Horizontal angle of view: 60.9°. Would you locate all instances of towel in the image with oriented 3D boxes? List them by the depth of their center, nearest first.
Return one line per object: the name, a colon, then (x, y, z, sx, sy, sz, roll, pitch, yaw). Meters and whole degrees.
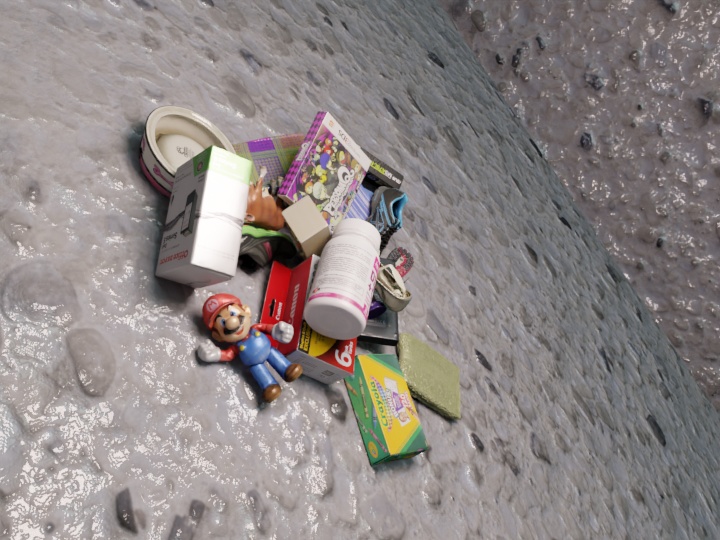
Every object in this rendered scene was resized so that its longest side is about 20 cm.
towel: (-0.184, -0.233, 1.347, 0.196, 0.023, 0.146, -14, 65, -23)
towel: (0.155, 0.239, 1.376, 0.198, 0.036, 0.150, 35, 39, -25)
towel: (-0.052, -0.131, 1.381, 0.146, 0.024, 0.201, 51, 61, -25)

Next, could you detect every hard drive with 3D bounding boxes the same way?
hard drive: (0.013, 0.057, 1.317, 0.136, 0.033, 0.204, 10, 56, -14)

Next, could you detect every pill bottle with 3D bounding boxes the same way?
pill bottle: (-0.026, 0.011, 1.114, 0.112, 0.113, 0.203, 33, 50, -24)

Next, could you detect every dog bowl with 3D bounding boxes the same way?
dog bowl: (-0.335, -0.214, 1.181, 0.198, 0.073, 0.203, 29, 41, -29)

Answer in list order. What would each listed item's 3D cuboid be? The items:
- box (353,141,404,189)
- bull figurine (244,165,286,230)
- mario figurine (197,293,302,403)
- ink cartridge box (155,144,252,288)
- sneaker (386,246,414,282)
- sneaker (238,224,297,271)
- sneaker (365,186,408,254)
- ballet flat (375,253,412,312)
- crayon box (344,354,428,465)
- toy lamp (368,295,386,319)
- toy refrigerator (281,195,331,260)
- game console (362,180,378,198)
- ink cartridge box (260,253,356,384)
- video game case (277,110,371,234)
box: (-0.021, -0.252, 1.489, 0.198, 0.192, 0.048, 29, 77, -30)
bull figurine: (-0.204, -0.139, 1.211, 0.200, 0.064, 0.125, 27, 73, -70)
mario figurine: (-0.189, 0.122, 1.021, 0.201, 0.106, 0.124, 48, 38, -3)
ink cartridge box: (-0.263, -0.085, 1.029, 0.083, 0.144, 0.205, 18, 71, -37)
sneaker: (0.057, 0.030, 1.423, 0.080, 0.075, 0.200, 42, 47, 6)
sneaker: (-0.203, -0.039, 1.196, 0.198, 0.075, 0.086, 7, 87, -53)
sneaker: (0.048, -0.096, 1.410, 0.073, 0.081, 0.205, 22, 82, -49)
ballet flat: (0.031, -0.007, 1.235, 0.201, 0.064, 0.067, 49, 35, 1)
crayon box: (0.047, 0.269, 1.205, 0.117, 0.058, 0.204, 7, 54, -46)
toy lamp: (0.000, 0.000, 1.293, 0.057, 0.058, 0.203, 5, 54, -46)
toy refrigerator: (-0.099, -0.062, 1.223, 0.077, 0.069, 0.201, 56, -8, 17)
game console: (-0.030, -0.125, 1.422, 0.197, 0.178, 0.117, 24, 14, -34)
ink cartridge box: (-0.092, 0.085, 1.158, 0.173, 0.083, 0.204, 27, 52, -30)
video game case: (-0.071, -0.198, 1.296, 0.181, 0.035, 0.203, 40, 70, -47)
